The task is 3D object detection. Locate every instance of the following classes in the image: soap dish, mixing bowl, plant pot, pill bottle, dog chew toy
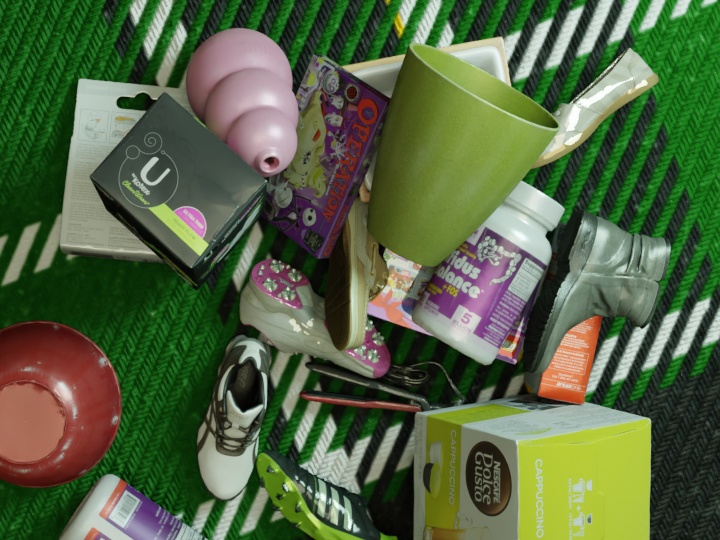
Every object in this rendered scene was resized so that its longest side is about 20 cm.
[{"bbox_3d":[0.081,-0.177,1.611,0.197,0.081,0.160,-11,96,-4],"label":"soap dish"},{"bbox_3d":[-0.380,0.166,1.594,0.197,0.108,0.203,-1,96,-5],"label":"mixing bowl"},{"bbox_3d":[0.090,-0.114,1.502,0.185,0.187,0.202,26,108,-6],"label":"plant pot"},{"bbox_3d":[-0.251,0.338,1.617,0.199,0.112,0.113,36,92,-7],"label":"pill bottle"},{"bbox_3d":[-0.125,-0.181,1.536,0.123,0.201,0.126,-11,135,-12],"label":"dog chew toy"},{"bbox_3d":[0.150,-0.004,1.577,0.111,0.112,0.202,29,91,-6],"label":"pill bottle"}]

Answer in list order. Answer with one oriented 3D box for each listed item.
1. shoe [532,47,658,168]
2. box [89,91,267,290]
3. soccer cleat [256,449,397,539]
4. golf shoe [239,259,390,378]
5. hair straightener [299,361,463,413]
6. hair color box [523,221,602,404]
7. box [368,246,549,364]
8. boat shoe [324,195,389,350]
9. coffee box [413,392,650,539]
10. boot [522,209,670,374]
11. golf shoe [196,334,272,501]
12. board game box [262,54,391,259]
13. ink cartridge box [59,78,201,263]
[{"bbox_3d":[0.263,-0.191,1.631,0.199,0.070,0.054,-36,101,-9],"label":"shoe"},{"bbox_3d":[-0.194,-0.081,1.495,0.148,0.200,0.125,41,80,1],"label":"box"},{"bbox_3d":[-0.043,0.285,1.656,0.200,0.068,0.081,43,48,8],"label":"soccer cleat"},{"bbox_3d":[-0.057,0.071,1.630,0.199,0.076,0.092,36,127,-2],"label":"golf shoe"},{"bbox_3d":[0.029,0.131,1.653,0.197,0.041,0.078,9,94,0],"label":"hair straightener"},{"bbox_3d":[0.249,0.048,1.634,0.060,0.102,0.203,10,95,-4],"label":"hair color box"},{"bbox_3d":[0.115,0.016,1.652,0.198,0.039,0.139,19,92,-6],"label":"box"},{"bbox_3d":[0.000,0.000,1.592,0.066,0.074,0.203,12,62,-24],"label":"boat shoe"},{"bbox_3d":[0.194,0.262,1.567,0.198,0.197,0.203,-4,96,-32],"label":"coffee box"},{"bbox_3d":[0.272,0.041,1.555,0.129,0.068,0.202,21,94,-10],"label":"boot"},{"bbox_3d":[-0.152,0.180,1.620,0.077,0.094,0.203,8,96,-6],"label":"golf shoe"},{"bbox_3d":[-0.045,-0.130,1.576,0.119,0.032,0.202,33,111,24],"label":"board game box"},{"bbox_3d":[-0.262,-0.114,1.618,0.160,0.057,0.203,5,77,-5],"label":"ink cartridge box"}]
